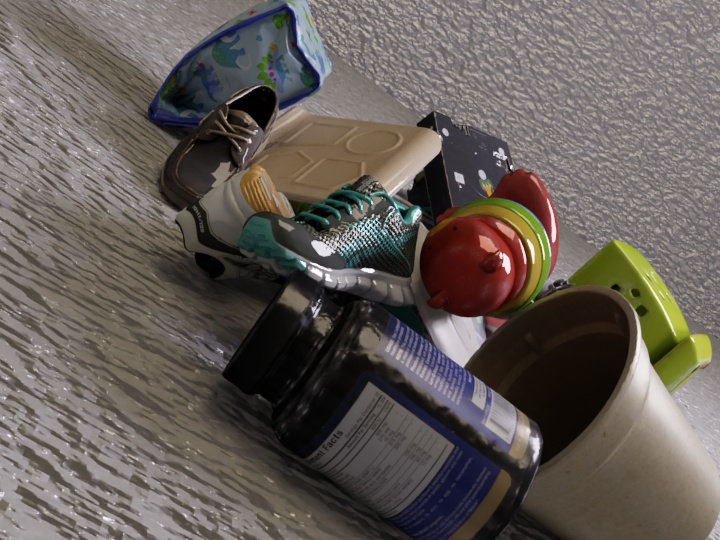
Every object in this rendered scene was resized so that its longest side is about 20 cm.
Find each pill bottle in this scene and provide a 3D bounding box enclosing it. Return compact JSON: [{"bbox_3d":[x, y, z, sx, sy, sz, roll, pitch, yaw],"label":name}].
[{"bbox_3d":[0.013,0.092,0.584,0.199,0.112,0.112,37,15,-5],"label":"pill bottle"}]

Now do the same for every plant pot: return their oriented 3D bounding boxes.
[{"bbox_3d":[0.342,0.098,1.170,0.182,0.199,0.199,51,18,21],"label":"plant pot"},{"bbox_3d":[0.195,0.148,0.733,0.183,0.200,0.201,43,13,-19],"label":"plant pot"}]

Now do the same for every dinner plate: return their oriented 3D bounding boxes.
[{"bbox_3d":[0.082,0.026,0.872,0.200,0.024,0.202,-22,91,-77],"label":"dinner plate"}]

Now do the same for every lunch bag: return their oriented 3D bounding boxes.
[{"bbox_3d":[-0.142,-0.231,1.036,0.170,0.198,0.129,-83,153,-71],"label":"lunch bag"}]

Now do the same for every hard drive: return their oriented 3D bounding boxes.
[{"bbox_3d":[0.138,-0.079,1.047,0.139,0.038,0.202,13,57,-39],"label":"hard drive"}]

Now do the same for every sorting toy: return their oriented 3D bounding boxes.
[{"bbox_3d":[-0.036,-0.117,0.964,0.198,0.037,0.185,16,39,27],"label":"sorting toy"}]

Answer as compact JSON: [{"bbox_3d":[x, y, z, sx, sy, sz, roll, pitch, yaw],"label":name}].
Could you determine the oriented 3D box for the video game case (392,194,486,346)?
[{"bbox_3d":[0.063,0.004,0.976,0.199,0.023,0.184,28,45,-33],"label":"video game case"}]

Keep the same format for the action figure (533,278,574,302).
[{"bbox_3d":[0.239,0.094,1.043,0.130,0.069,0.202,80,-11,-73],"label":"action figure"}]

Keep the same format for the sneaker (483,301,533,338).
[{"bbox_3d":[0.162,0.073,1.094,0.200,0.073,0.088,-135,-148,-76],"label":"sneaker"}]

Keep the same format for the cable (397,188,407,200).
[{"bbox_3d":[0.079,-0.046,1.164,0.199,0.070,0.200,32,18,13],"label":"cable"}]

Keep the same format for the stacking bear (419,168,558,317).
[{"bbox_3d":[0.108,-0.012,0.775,0.115,0.121,0.200,61,22,2],"label":"stacking bear"}]

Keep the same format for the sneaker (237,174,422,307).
[{"bbox_3d":[-0.016,-0.031,0.668,0.077,0.092,0.199,17,2,31],"label":"sneaker"}]

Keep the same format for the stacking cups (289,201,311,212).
[{"bbox_3d":[-0.010,-0.063,1.045,0.199,0.061,0.061,33,16,-3],"label":"stacking cups"}]

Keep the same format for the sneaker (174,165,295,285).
[{"bbox_3d":[-0.097,-0.026,0.752,0.200,0.087,0.076,60,6,-69],"label":"sneaker"}]

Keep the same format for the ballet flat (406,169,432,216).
[{"bbox_3d":[0.096,-0.109,1.146,0.073,0.073,0.200,37,23,-1],"label":"ballet flat"}]

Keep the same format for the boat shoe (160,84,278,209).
[{"bbox_3d":[-0.136,-0.131,0.875,0.074,0.074,0.201,30,38,-7],"label":"boat shoe"}]

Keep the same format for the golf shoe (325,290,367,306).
[{"bbox_3d":[0.039,0.087,0.725,0.094,0.078,0.200,17,27,-53],"label":"golf shoe"}]

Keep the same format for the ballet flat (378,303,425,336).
[{"bbox_3d":[0.000,0.000,0.805,0.072,0.071,0.201,53,-4,45],"label":"ballet flat"}]
